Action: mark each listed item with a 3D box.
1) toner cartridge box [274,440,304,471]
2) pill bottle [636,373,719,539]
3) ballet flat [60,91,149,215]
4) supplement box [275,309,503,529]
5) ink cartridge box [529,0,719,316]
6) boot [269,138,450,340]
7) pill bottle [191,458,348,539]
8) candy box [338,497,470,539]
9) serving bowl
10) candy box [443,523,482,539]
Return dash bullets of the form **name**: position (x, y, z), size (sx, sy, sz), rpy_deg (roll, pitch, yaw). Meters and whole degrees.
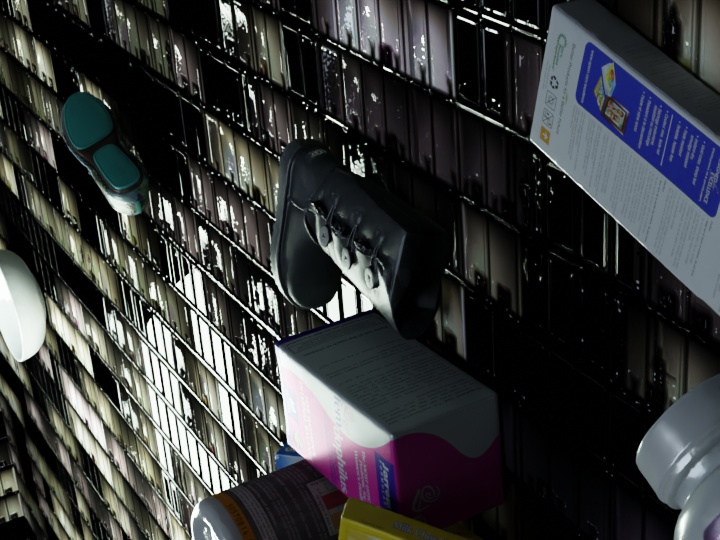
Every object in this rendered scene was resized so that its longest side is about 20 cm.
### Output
- **toner cartridge box**: position (-0.039, 0.251, 1.333), size (0.043, 0.095, 0.202), rpy_deg (3, 108, 19)
- **pill bottle**: position (0.229, 0.149, 0.702), size (0.201, 0.111, 0.113), rpy_deg (56, 151, 32)
- **ballet flat**: position (-0.316, -0.139, 1.732), size (0.201, 0.074, 0.075), rpy_deg (57, 152, 38)
- **supplement box**: position (0.021, 0.122, 1.139), size (0.200, 0.102, 0.102), rpy_deg (29, 131, 54)
- **ink cartridge box**: position (0.167, -0.064, 0.784), size (0.200, 0.037, 0.095), rpy_deg (53, 148, 42)
- **boot**: position (0.000, -0.001, 1.159), size (0.200, 0.065, 0.166), rpy_deg (37, 140, 46)
- **pill bottle**: position (-0.036, 0.220, 1.205), size (0.116, 0.198, 0.117), rpy_deg (45, 144, 46)
- **candy box**: position (0.075, 0.240, 1.047), size (0.198, 0.026, 0.103), rpy_deg (18, 132, 11)
- **serving bowl**: position (-0.595, 0.054, 2.449), size (0.200, 0.065, 0.202), rpy_deg (45, 144, 47)
- **candy box**: position (0.071, 0.286, 1.174), size (0.102, 0.026, 0.201), rpy_deg (27, 135, 23)
